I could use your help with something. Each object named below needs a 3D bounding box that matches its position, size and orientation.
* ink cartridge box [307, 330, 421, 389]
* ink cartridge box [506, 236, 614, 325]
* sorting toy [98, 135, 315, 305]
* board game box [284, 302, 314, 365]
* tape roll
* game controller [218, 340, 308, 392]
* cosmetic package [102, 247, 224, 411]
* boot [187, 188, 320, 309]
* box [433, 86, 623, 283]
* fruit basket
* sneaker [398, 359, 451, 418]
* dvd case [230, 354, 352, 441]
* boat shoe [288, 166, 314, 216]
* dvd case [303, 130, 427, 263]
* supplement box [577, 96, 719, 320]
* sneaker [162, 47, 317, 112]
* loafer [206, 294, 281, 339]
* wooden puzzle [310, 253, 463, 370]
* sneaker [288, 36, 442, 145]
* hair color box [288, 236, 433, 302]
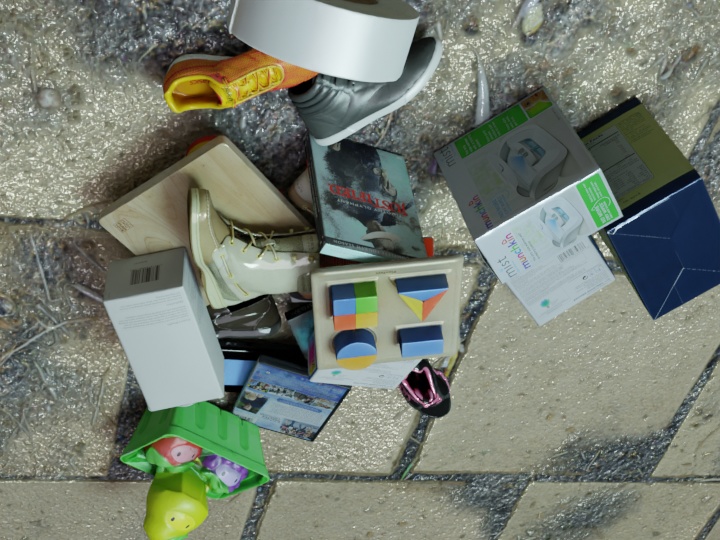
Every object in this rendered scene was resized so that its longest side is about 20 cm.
[{"bbox_3d":[0.021,0.086,1.386,0.136,0.077,0.200,7,149,-19],"label":"ink cartridge box"},{"bbox_3d":[0.261,-0.031,1.461,0.136,0.077,0.200,-33,132,12],"label":"ink cartridge box"},{"bbox_3d":[-0.191,-0.072,1.301,0.198,0.070,0.200,-28,131,18],"label":"sorting toy"},{"bbox_3d":[0.004,0.079,1.493,0.199,0.028,0.136,-25,119,-3],"label":"board game box"},{"bbox_3d":[-0.041,-0.272,1.094,0.201,0.203,0.071,8,117,-21],"label":"tape roll"},{"bbox_3d":[-0.161,0.148,1.527,0.199,0.042,0.105,5,128,-19],"label":"game controller"},{"bbox_3d":[-0.251,0.080,1.320,0.107,0.085,0.201,-10,130,1],"label":"cosmetic package"},{"bbox_3d":[-0.127,-0.033,1.248,0.154,0.072,0.200,-7,140,1],"label":"boot"},{"bbox_3d":[0.210,-0.111,1.307,0.176,0.200,0.097,-29,130,11],"label":"box"},{"bbox_3d":[-0.256,0.311,1.526,0.155,0.216,0.215,-28,134,36],"label":"fruit basket"},{"bbox_3d":[0.097,0.184,1.595,0.079,0.096,0.200,-27,132,5],"label":"sneaker"},{"bbox_3d":[-0.109,0.196,1.532,0.142,0.018,0.200,17,143,-11],"label":"dvd case"},{"bbox_3d":[-0.014,-0.079,1.363,0.069,0.074,0.200,-31,133,31],"label":"boat shoe"},{"bbox_3d":[0.006,-0.086,1.270,0.145,0.201,0.022,13,136,-24],"label":"dvd case"},{"bbox_3d":[0.385,-0.084,1.377,0.134,0.200,0.200,-30,131,10],"label":"supplement box"},{"bbox_3d":[-0.132,-0.220,1.179,0.199,0.077,0.073,-13,136,10],"label":"sneaker"},{"bbox_3d":[-0.211,0.056,1.424,0.199,0.073,0.072,-6,119,-15],"label":"loafer"},{"bbox_3d":[0.035,0.063,1.256,0.184,0.046,0.201,-6,138,-5],"label":"wooden puzzle"},{"bbox_3d":[0.000,-0.237,1.225,0.199,0.071,0.099,-32,135,17],"label":"sneaker"},{"bbox_3d":[0.000,0.000,1.379,0.199,0.062,0.102,0,160,4],"label":"hair color box"}]
